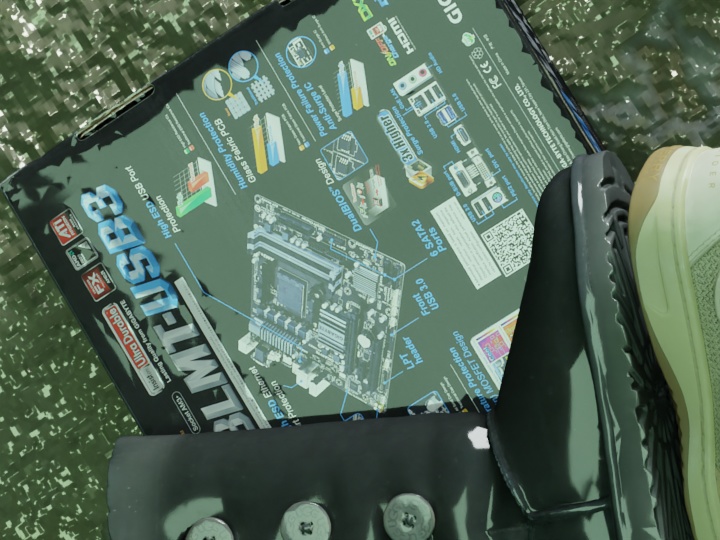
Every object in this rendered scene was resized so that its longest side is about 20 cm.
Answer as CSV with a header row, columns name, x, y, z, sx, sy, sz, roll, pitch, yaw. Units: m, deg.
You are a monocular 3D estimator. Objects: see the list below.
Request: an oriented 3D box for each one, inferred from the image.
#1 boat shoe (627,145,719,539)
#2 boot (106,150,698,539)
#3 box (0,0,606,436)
name,x,y,z,sx,sy,sz,roll,pitch,yaw
boat shoe,0.145,0.048,0.819,0.065,0.072,0.201,-3,119,29
boot,0.008,0.056,0.851,0.199,0.066,0.166,-11,78,21
box,0.000,0.000,0.901,0.198,0.050,0.201,-33,83,12
